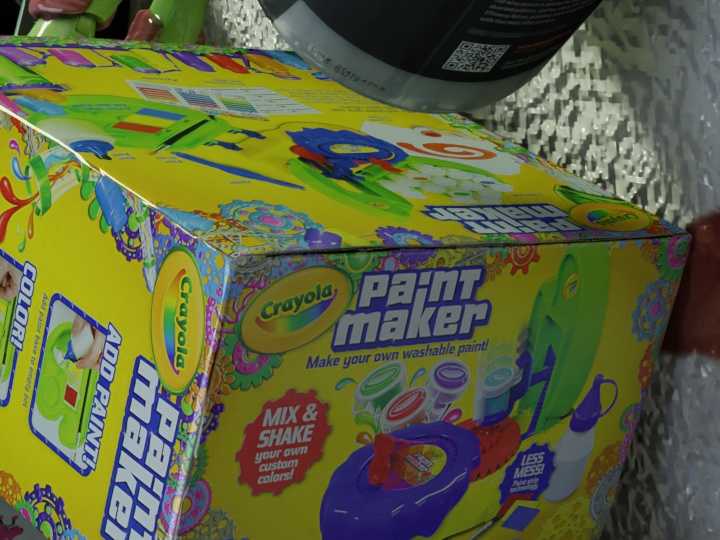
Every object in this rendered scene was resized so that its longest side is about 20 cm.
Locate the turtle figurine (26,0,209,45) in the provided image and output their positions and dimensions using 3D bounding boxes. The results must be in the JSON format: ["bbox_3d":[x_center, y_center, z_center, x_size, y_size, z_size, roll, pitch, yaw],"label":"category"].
[{"bbox_3d":[-0.103,-0.156,0.812,0.144,0.199,0.194,-20,-47,-79],"label":"turtle figurine"}]

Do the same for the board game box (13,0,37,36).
[{"bbox_3d":[-0.155,-0.125,0.961,0.135,0.028,0.201,118,162,-55],"label":"board game box"}]

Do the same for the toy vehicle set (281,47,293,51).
[{"bbox_3d":[0.000,0.000,0.829,0.124,0.026,0.201,-5,97,62],"label":"toy vehicle set"}]

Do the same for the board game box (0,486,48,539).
[{"bbox_3d":[-0.129,0.064,0.731,0.200,0.147,0.064,38,120,53],"label":"board game box"}]

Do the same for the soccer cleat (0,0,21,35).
[{"bbox_3d":[-0.160,-0.080,1.078,0.200,0.065,0.084,46,167,39],"label":"soccer cleat"}]

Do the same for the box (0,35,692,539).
[{"bbox_3d":[-0.033,0.008,0.661,0.192,0.200,0.122,32,115,43],"label":"box"}]

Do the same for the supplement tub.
[{"bbox_3d":[0.048,-0.143,0.580,0.200,0.122,0.123,-47,60,57],"label":"supplement tub"}]
